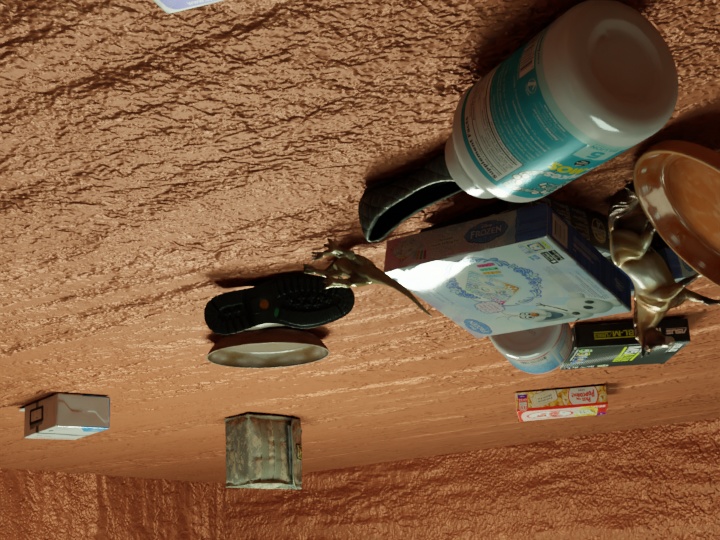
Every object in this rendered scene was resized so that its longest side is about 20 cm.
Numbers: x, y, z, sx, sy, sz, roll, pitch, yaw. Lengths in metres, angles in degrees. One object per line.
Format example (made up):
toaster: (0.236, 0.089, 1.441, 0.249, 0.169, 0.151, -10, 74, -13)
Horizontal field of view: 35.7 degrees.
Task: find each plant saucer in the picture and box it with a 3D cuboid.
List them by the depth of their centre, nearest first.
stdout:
plant saucer: (0.355, -0.050, 1.098, 0.032, 0.200, 0.200, -43, 169, -12)
plant saucer: (-0.150, 0.126, 1.819, 0.200, 0.032, 0.200, -3, 163, -1)

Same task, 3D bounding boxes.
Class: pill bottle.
pill bottle: (0.146, -0.122, 0.884, 0.111, 0.111, 0.200, 4, 163, -26)
pill bottle: (0.255, 0.094, 1.654, 0.109, 0.109, 0.200, -8, 163, 15)

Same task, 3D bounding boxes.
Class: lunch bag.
lunch bag: (-0.207, 0.423, 2.594, 0.200, 0.164, 0.117, 11, 160, -43)

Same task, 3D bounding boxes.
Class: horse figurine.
horse figurine: (0.330, -0.009, 1.251, 0.132, 0.200, 0.050, -23, -169, 48)

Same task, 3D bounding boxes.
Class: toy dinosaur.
toy dinosaur: (0.000, 0.000, 1.338, 0.101, 0.058, 0.200, 11, -174, -37)

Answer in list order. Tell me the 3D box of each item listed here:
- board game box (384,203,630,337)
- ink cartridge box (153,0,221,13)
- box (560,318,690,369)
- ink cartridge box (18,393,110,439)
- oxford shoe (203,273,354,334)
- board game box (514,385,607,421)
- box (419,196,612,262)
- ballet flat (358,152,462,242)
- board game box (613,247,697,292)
board game box: (0.164, 0.006, 1.233, 0.199, 0.043, 0.200, -13, 148, 34)
ink cartridge box: (-0.067, -0.221, 0.615, 0.198, 0.043, 0.200, -9, 165, 17)
box: (0.450, 0.129, 1.932, 0.193, 0.048, 0.200, -2, 165, 2)
ink cartridge box: (-0.601, 0.300, 2.258, 0.116, 0.068, 0.200, 9, 160, -37)
oxford shoe: (-0.102, 0.042, 1.500, 0.200, 0.073, 0.084, -5, -179, 11)
board game box: (0.451, 0.299, 2.519, 0.200, 0.046, 0.152, -6, 164, 9)
box: (0.193, -0.032, 1.315, 0.161, 0.049, 0.200, -21, 156, 39)
ballet flat: (0.076, -0.078, 1.116, 0.066, 0.057, 0.200, 10, 159, -41)
board game box: (0.327, 0.013, 1.415, 0.200, 0.043, 0.199, -18, 172, 32)
